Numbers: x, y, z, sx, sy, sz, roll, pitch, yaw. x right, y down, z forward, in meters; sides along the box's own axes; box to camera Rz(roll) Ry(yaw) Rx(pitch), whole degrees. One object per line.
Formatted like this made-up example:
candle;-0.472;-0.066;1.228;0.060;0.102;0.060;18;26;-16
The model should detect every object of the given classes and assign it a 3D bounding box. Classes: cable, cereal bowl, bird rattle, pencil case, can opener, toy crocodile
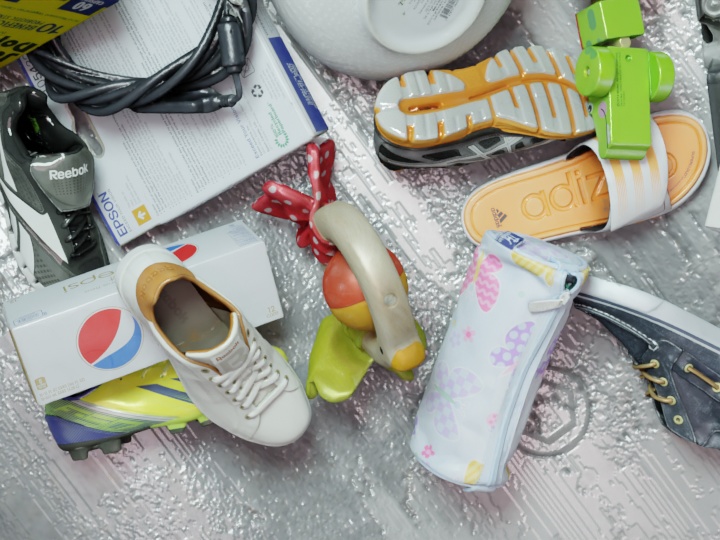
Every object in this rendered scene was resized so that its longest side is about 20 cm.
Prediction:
cable;-0.172;-0.197;0.944;0.199;0.051;0.164;5;105;20
cereal bowl;0.034;-0.219;0.924;0.199;0.083;0.201;-12;133;-13
bird rattle;0.000;0.000;0.966;0.112;0.163;0.201;-16;103;-17
pencil case;0.107;0.068;0.985;0.091;0.083;0.201;33;110;39
can opener;0.297;-0.148;0.995;0.053;0.067;0.201;-5;108;21
toy crocodile;0.190;-0.182;0.971;0.067;0.062;0.201;-5;86;-20

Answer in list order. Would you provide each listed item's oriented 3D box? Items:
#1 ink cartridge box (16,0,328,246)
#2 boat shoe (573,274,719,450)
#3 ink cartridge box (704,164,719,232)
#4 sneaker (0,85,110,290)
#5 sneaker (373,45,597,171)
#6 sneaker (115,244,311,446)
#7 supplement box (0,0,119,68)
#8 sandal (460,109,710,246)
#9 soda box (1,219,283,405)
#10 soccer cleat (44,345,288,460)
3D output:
ink cartridge box;-0.153;-0.149;0.998;0.199;0.043;0.197;-26;94;25
boat shoe;0.241;0.077;1.002;0.199;0.071;0.091;25;91;-3
ink cartridge box;0.350;-0.106;0.943;0.145;0.084;0.201;14;91;-36
sneaker;-0.237;-0.054;0.990;0.090;0.066;0.201;-23;94;47
sneaker;0.099;-0.120;0.993;0.199;0.077;0.079;-6;65;-15
sneaker;-0.099;0.069;0.933;0.073;0.085;0.200;-47;118;-8
supplement box;-0.289;-0.214;0.924;0.199;0.109;0.110;-20;80;32
sandal;0.180;-0.061;0.999;0.206;0.059;0.080;-21;94;3
soda box;-0.165;0.030;0.977;0.199;0.064;0.068;-20;114;-14
soccer cleat;-0.158;0.087;1.017;0.199;0.065;0.084;-18;94;3
